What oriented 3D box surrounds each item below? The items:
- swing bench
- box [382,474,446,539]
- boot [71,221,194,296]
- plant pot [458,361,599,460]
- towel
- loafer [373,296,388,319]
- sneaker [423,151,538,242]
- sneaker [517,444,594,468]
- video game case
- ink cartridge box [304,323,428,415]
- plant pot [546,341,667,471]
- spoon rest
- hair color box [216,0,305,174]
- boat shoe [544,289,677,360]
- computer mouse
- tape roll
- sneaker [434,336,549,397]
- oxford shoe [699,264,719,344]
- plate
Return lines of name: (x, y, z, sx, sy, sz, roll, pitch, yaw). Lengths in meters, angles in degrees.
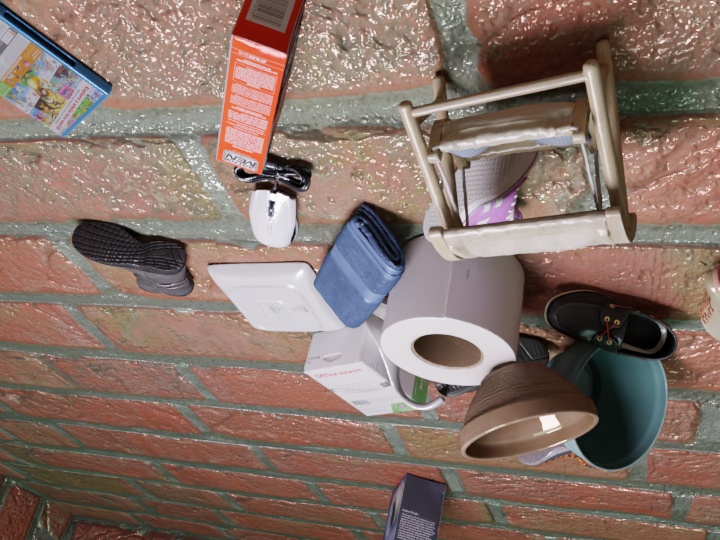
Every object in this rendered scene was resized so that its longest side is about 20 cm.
swing bench: (0.166, -0.104, 0.805, 0.194, 0.130, 0.205, -6, 111, 27)
box: (0.133, 0.670, 2.064, 0.120, 0.202, 0.201, 16, 149, -1)
boot: (-0.381, -0.007, 1.322, 0.195, 0.071, 0.132, 18, 154, 1)
plant pot: (0.226, 0.191, 1.107, 0.195, 0.095, 0.202, -9, 152, -5)
towel: (0.000, 0.000, 1.154, 0.113, 0.048, 0.201, 52, 146, 11)
loafer: (0.097, 0.109, 1.275, 0.197, 0.071, 0.070, 30, -168, 3)
sneaker: (0.173, -0.098, 0.969, 0.112, 0.074, 0.200, 7, 149, -30)
sneaker: (0.414, 0.366, 1.586, 0.111, 0.079, 0.199, 29, 146, -23)
video game case: (-0.428, -0.257, 0.986, 0.141, 0.018, 0.199, -21, 135, 42)
ink cartridge box: (0.013, 0.185, 1.450, 0.144, 0.086, 0.199, -13, 140, 37)
plant pot: (0.368, 0.199, 1.253, 0.197, 0.204, 0.133, 28, 172, -24)
spoon rest: (0.060, 0.153, 1.312, 0.060, 0.201, 0.099, -38, 162, 3)
hair color box: (-0.110, -0.209, 0.854, 0.060, 0.104, 0.201, 17, 150, -7)
boat shoe: (0.363, 0.079, 1.137, 0.196, 0.076, 0.063, 15, -171, -10)
computer mouse: (-0.122, -0.083, 1.116, 0.107, 0.045, 0.202, 11, 149, 3)
tape roll: (0.135, 0.059, 1.147, 0.197, 0.142, 0.205, 10, 148, 6)
sneaker: (0.223, 0.160, 1.347, 0.195, 0.078, 0.114, -21, 176, 9)
oxford shoe: (0.496, 0.061, 1.074, 0.072, 0.072, 0.200, -9, 142, 37)
plate: (-0.143, 0.055, 1.358, 0.195, 0.033, 0.201, -1, 145, 22)
